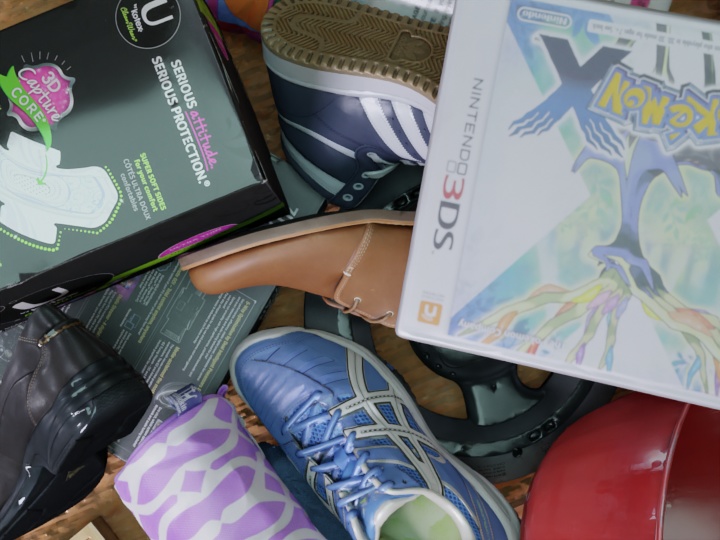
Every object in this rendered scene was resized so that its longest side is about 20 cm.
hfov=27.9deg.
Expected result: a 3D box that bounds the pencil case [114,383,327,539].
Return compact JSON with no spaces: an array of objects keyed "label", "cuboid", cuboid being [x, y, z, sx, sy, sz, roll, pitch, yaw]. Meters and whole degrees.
[{"label":"pencil case","cuboid":[-0.049,0.159,0.782,0.085,0.084,0.201,-28,76,-43]}]

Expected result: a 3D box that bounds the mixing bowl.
[{"label":"mixing bowl","cuboid":[0.158,0.150,0.800,0.108,0.199,0.203,-2,88,36]}]

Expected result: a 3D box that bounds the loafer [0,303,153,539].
[{"label":"loafer","cuboid":[-0.181,0.092,0.811,0.073,0.073,0.200,52,132,13]}]

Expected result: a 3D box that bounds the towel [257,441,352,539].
[{"label":"towel","cuboid":[-0.057,0.207,0.830,0.111,0.049,0.201,26,72,3]}]

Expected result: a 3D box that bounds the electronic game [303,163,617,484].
[{"label":"electronic game","cuboid":[0.065,0.026,0.860,0.198,0.042,0.202,0,87,-8]}]

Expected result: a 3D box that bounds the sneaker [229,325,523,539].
[{"label":"sneaker","cuboid":[0.007,0.103,0.793,0.199,0.077,0.076,39,103,9]}]

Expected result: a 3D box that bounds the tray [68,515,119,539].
[{"label":"tray","cuboid":[-0.133,0.257,0.859,0.098,0.037,0.201,-39,89,-1]}]

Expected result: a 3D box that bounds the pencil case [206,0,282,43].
[{"label":"pencil case","cuboid":[-0.133,-0.200,0.853,0.198,0.088,0.089,18,88,0]}]

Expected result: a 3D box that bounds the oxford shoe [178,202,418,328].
[{"label":"oxford shoe","cuboid":[0.000,0.000,0.799,0.198,0.071,0.072,-6,92,-7]}]

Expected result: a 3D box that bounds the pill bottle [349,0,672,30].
[{"label":"pill bottle","cuboid":[0.070,-0.160,0.832,0.198,0.113,0.114,24,88,1]}]

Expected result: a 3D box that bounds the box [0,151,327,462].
[{"label":"box","cuboid":[-0.132,-0.001,0.864,0.159,0.044,0.201,29,89,2]}]

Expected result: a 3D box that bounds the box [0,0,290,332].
[{"label":"box","cuboid":[-0.153,-0.056,0.770,0.198,0.149,0.125,-21,85,1]}]

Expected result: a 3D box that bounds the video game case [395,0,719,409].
[{"label":"video game case","cuboid":[0.128,-0.035,0.709,0.198,0.022,0.184,12,101,9]}]

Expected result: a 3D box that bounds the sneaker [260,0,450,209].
[{"label":"sneaker","cuboid":[0.039,-0.075,0.800,0.198,0.109,0.070,21,54,15]}]
